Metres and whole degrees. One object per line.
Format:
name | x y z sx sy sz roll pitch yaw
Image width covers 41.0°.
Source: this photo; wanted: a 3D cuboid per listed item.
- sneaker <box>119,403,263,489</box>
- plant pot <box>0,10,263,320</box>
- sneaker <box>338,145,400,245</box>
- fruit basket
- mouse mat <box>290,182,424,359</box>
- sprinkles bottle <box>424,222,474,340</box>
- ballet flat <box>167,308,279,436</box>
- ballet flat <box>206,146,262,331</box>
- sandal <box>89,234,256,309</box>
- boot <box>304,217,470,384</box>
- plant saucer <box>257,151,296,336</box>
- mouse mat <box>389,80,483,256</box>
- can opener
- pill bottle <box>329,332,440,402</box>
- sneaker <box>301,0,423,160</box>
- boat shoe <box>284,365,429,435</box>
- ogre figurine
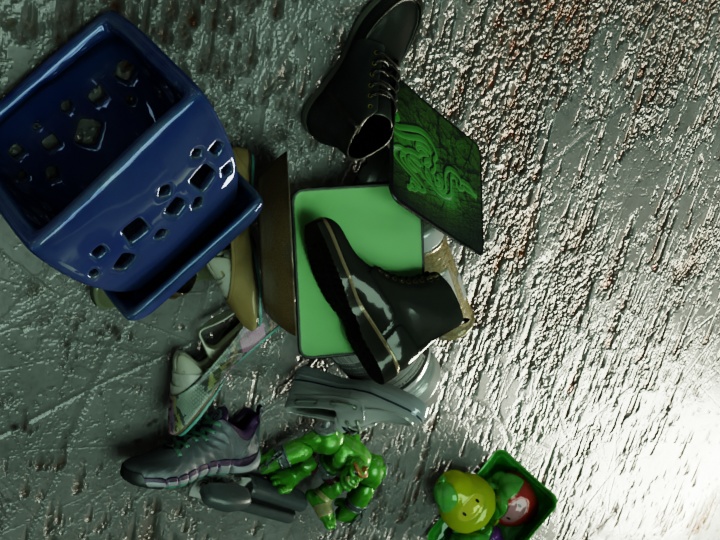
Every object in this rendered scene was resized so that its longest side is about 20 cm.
sneaker | -0.207 0.211 1.194 0.199 0.074 0.089 -1 105 -47
plant pot | -0.221 -0.088 0.909 0.200 0.200 0.180 -43 140 -6
sneaker | 0.005 -0.049 1.159 0.079 0.075 0.201 27 102 -7
fruit basket | 0.200 0.395 1.555 0.215 0.155 0.217 -35 148 -26
mouse mat | 0.000 0.000 1.130 0.159 0.008 0.203 -4 97 -13
sprinkles bottle | 0.098 0.006 1.282 0.068 0.068 0.201 -35 132 -13
ballet flat | -0.177 0.102 1.150 0.200 0.069 0.071 -48 116 -7
ballet flat | -0.145 -0.033 1.054 0.062 0.069 0.203 -3 89 -18
sandal | -0.201 -0.006 1.063 0.199 0.057 0.081 -16 125 -28
boot | 0.031 0.009 1.110 0.138 0.077 0.202 -30 105 -21
plant saucer | -0.092 -0.028 1.054 0.035 0.201 0.202 -3 122 -4
mouse mat | 0.095 -0.121 1.156 0.199 0.007 0.163 27 56 -46
can opener | -0.145 0.312 1.289 0.053 0.067 0.199 -46 135 14
pill bottle | 0.021 0.094 1.248 0.116 0.116 0.200 -45 134 -4
sneaker | 0.026 -0.215 1.068 0.074 0.106 0.201 27 99 -43
boat shoe | -0.007 0.177 1.218 0.074 0.198 0.067 50 57 -45
ogre figurine | -0.043 0.274 1.330 0.120 0.098 0.200 -43 105 12
